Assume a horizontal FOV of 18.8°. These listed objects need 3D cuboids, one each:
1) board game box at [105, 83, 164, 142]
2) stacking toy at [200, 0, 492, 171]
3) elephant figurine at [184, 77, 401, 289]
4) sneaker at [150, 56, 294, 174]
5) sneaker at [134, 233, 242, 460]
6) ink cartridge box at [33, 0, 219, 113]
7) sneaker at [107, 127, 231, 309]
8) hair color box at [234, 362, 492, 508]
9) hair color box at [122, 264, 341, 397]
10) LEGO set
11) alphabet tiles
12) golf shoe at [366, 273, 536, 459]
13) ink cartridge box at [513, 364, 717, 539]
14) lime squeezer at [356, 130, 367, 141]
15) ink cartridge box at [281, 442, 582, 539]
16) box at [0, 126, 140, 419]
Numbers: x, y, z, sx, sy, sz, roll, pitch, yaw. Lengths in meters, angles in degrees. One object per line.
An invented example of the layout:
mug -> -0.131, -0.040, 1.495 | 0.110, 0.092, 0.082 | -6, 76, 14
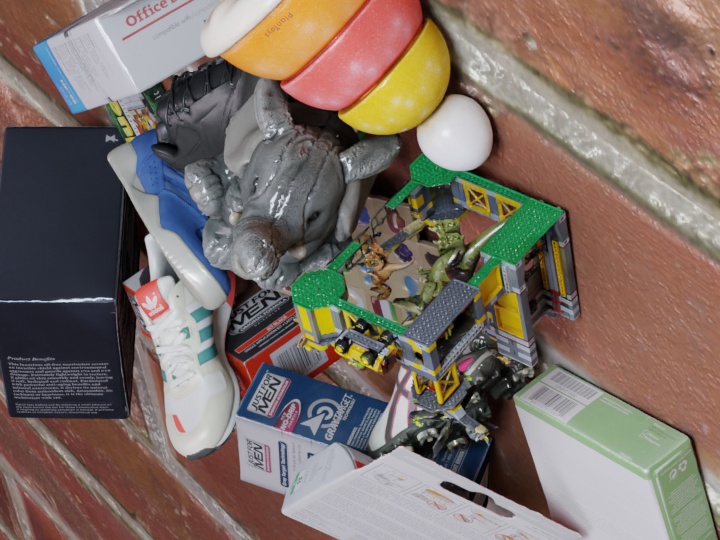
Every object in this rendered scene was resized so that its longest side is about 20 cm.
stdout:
board game box -> -0.187, -0.129, 1.922 | 0.200, 0.023, 0.105 | 62, 159, -12
stacking toy -> 0.007, -0.136, 1.423 | 0.200, 0.146, 0.146 | 44, 160, -13
elephant figurine -> -0.040, -0.062, 1.469 | 0.200, 0.141, 0.156 | 134, 125, -75
sneaker -> -0.101, -0.123, 1.623 | 0.091, 0.076, 0.200 | 21, 142, -11
sneaker -> -0.150, 0.056, 1.770 | 0.070, 0.200, 0.093 | -24, 140, 29
ink cartridge box -> -0.161, -0.184, 1.674 | 0.067, 0.116, 0.200 | 61, 157, -11
sneaker -> -0.121, -0.059, 1.745 | 0.200, 0.111, 0.077 | 55, 176, 48
hair color box -> 0.003, 0.151, 1.751 | 0.199, 0.061, 0.100 | 17, 144, 13
hair color box -> -0.109, 0.040, 1.885 | 0.200, 0.101, 0.061 | 28, 146, 48
LEGO set -> 0.055, 0.027, 1.454 | 0.153, 0.200, 0.116 | 16, 140, 28
alphabet tiles -> 0.000, 0.000, 1.661 | 0.200, 0.006, 0.167 | 16, 138, 33
golf shoe -> 0.060, 0.079, 1.621 | 0.200, 0.077, 0.088 | -47, 58, 47
ink cartridge box -> 0.189, 0.178, 1.542 | 0.145, 0.048, 0.200 | 28, 146, 49
lime squeezer -> -0.006, -0.049, 1.644 | 0.071, 0.038, 0.200 | 38, 150, 37
ink cartridge box -> 0.054, 0.170, 1.617 | 0.161, 0.050, 0.200 | 27, 149, -17
box -> -0.272, 0.002, 2.021 | 0.199, 0.123, 0.201 | 94, 176, -54
